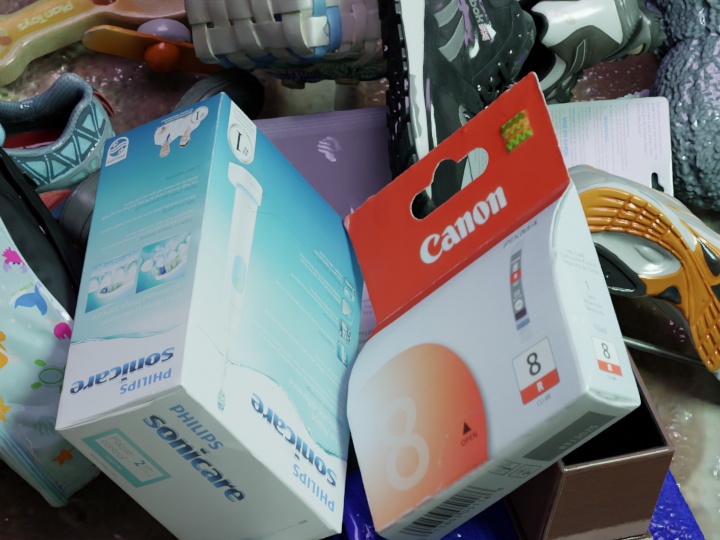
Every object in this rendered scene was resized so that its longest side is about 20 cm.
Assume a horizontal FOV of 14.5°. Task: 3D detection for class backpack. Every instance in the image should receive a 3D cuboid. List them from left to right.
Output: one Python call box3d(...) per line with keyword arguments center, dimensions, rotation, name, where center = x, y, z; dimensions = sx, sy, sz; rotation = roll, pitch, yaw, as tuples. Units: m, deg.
box3d(center=(-0.205, 0.034, 1.549), dimensions=(0.150, 0.178, 0.200), rotation=(-39, 60, -6), name="backpack")

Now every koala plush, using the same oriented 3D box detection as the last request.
box3d(center=(0.226, -0.127, 1.735), dimensions=(0.176, 0.184, 0.201), rotation=(7, 70, 28), name="koala plush")

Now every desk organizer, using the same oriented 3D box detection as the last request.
box3d(center=(0.096, 0.050, 1.516), dimensions=(0.071, 0.077, 0.201), rotation=(-9, 51, -18), name="desk organizer")

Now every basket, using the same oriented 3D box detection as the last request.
box3d(center=(-0.004, -0.187, 1.741), dimensions=(0.199, 0.140, 0.176), rotation=(-22, 15, -37), name="basket")

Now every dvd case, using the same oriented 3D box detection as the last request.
box3d(center=(0.000, 0.000, 1.642), dimensions=(0.149, 0.025, 0.201), rotation=(-6, 68, -8), name="dvd case")

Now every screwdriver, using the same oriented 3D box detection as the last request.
box3d(center=(0.141, 0.035, 1.631), dimensions=(0.199, 0.028, 0.029), rotation=(13, 33, -15), name="screwdriver")

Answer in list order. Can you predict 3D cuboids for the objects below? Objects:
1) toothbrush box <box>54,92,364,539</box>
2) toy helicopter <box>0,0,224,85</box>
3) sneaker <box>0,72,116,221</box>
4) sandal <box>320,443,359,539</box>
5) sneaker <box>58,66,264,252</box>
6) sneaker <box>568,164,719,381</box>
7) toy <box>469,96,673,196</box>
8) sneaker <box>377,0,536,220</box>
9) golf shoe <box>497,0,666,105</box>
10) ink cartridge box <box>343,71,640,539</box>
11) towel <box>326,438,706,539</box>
box3d(center=(-0.074, 0.033, 1.495), dimensions=(0.085, 0.146, 0.201), rotation=(-20, 45, 26), name="toothbrush box")
box3d(center=(-0.165, -0.165, 1.820), dimensions=(0.199, 0.079, 0.133), rotation=(-26, 65, -12), name="toy helicopter")
box3d(center=(-0.241, -0.066, 1.697), dimensions=(0.199, 0.096, 0.079), rotation=(-23, 50, -22), name="sneaker")
box3d(center=(-0.054, 0.159, 1.519), dimensions=(0.076, 0.043, 0.200), rotation=(26, 51, 22), name="sandal")
box3d(center=(-0.102, -0.037, 1.702), dimensions=(0.104, 0.060, 0.200), rotation=(34, 57, 26), name="sneaker")
box3d(center=(0.191, -0.002, 1.623), dimensions=(0.200, 0.076, 0.092), rotation=(35, 16, -20), name="sneaker")
box3d(center=(0.089, -0.038, 1.701), dimensions=(0.198, 0.047, 0.116), rotation=(-3, 75, 4), name="toy")
box3d(center=(0.059, -0.117, 1.590), dimensions=(0.087, 0.076, 0.201), rotation=(0, 67, -7), name="sneaker")
box3d(center=(0.097, -0.136, 1.710), dimensions=(0.094, 0.200, 0.078), rotation=(-15, 80, -29), name="golf shoe")
box3d(center=(0.052, 0.016, 1.460), dimensions=(0.050, 0.162, 0.201), rotation=(9, 54, -43), name="ink cartridge box")
box3d(center=(0.088, 0.149, 1.507), dimensions=(0.199, 0.050, 0.148), rotation=(-13, 59, -20), name="towel")
